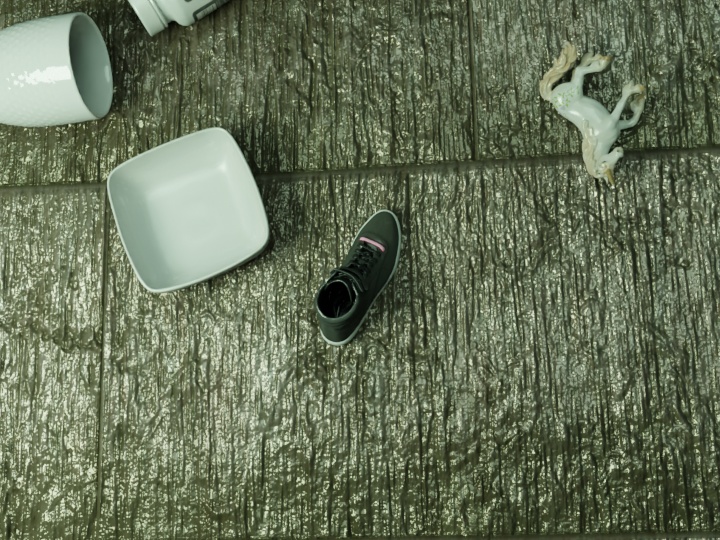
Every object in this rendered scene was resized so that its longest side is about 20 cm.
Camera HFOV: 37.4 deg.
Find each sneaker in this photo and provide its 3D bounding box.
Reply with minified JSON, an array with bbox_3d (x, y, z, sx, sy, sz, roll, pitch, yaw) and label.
[{"bbox_3d":[0.000,0.000,1.429,0.070,0.099,0.202,24,79,11],"label":"sneaker"}]

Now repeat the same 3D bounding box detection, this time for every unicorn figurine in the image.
[{"bbox_3d":[0.329,-0.215,1.476,0.138,0.074,0.200,-47,64,3],"label":"unicorn figurine"}]

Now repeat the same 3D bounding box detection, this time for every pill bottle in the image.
[{"bbox_3d":[-0.240,-0.426,1.537,0.199,0.111,0.111,-33,77,-4],"label":"pill bottle"}]

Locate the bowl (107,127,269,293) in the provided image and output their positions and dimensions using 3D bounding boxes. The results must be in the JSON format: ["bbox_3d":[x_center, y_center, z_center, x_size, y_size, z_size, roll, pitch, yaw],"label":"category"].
[{"bbox_3d":[-0.232,-0.076,1.475,0.198,0.075,0.202,-22,76,-1],"label":"bowl"}]

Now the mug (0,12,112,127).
[{"bbox_3d":[-0.459,-0.295,1.519,0.173,0.148,0.201,-7,46,10],"label":"mug"}]
